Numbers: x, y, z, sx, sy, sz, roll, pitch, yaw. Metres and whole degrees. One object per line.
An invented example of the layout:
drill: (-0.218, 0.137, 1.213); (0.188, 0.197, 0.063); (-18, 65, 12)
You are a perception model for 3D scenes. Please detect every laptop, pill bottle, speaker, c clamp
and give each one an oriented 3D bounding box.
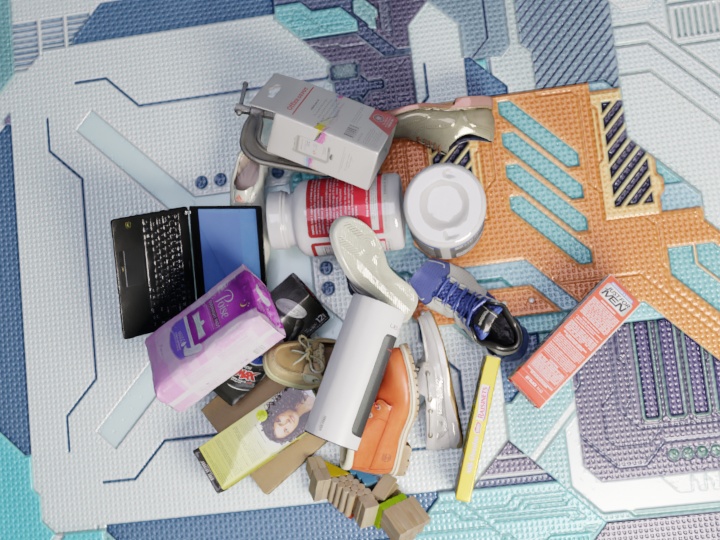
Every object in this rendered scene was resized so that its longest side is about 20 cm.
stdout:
laptop: (-0.247, 0.002, 1.446); (0.102, 0.198, 0.181); (12, 110, 49)
pill bottle: (0.120, -0.077, 1.392); (0.111, 0.200, 0.116); (-1, 84, 6)
pill bottle: (-0.035, -0.080, 1.455); (0.196, 0.112, 0.115); (-4, 83, 6)
speaker: (-0.007, 0.136, 1.349); (0.080, 0.081, 0.203); (19, 82, 8)
c clamp: (-0.101, -0.213, 1.489); (0.196, 0.027, 0.173); (15, 47, -2)

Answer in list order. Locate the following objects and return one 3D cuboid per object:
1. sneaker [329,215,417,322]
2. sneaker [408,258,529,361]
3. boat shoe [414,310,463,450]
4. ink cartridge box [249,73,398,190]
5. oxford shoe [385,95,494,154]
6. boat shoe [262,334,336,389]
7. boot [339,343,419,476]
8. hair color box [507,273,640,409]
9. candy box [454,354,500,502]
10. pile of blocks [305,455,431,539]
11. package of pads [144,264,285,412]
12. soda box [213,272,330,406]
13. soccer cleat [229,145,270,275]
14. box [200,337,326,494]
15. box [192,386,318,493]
sneaker: (0.000, 0.000, 1.415); (0.084, 0.201, 0.075); (12, 55, 48)
sneaker: (0.162, 0.052, 1.416); (0.198, 0.115, 0.081); (38, 88, 9)
boat shoe: (0.099, 0.162, 1.434); (0.068, 0.071, 0.204); (-11, 84, 6)
ink cartridge box: (-0.057, -0.203, 1.423); (0.197, 0.117, 0.068); (22, 128, 5)
oxford shoe: (0.105, -0.210, 1.475); (0.196, 0.071, 0.075); (-9, 85, 6)
boat shoe: (-0.042, 0.127, 1.416); (0.197, 0.063, 0.074); (3, 62, -25)
boot: (0.024, 0.198, 1.397); (0.105, 0.075, 0.204); (4, 107, -13)
hair color box: (0.298, 0.102, 1.397); (0.200, 0.111, 0.064); (-45, 81, 0)
candy box: (0.165, 0.222, 1.404); (0.026, 0.102, 0.204); (12, 86, 8)
pile of blocks: (0.006, 0.336, 1.440); (0.198, 0.082, 0.063); (29, 131, 18)
package of pads: (-0.211, 0.098, 1.403); (0.199, 0.076, 0.121); (-36, 45, 8)
soda box: (-0.144, 0.101, 1.454); (0.200, 0.063, 0.071); (-42, 40, 1)
soccer cleat: (-0.172, -0.091, 1.490); (0.068, 0.078, 0.204); (0, 84, 7)
box: (-0.116, 0.206, 1.478); (0.199, 0.021, 0.164); (-41, 80, 2)
box: (-0.142, 0.238, 1.442); (0.199, 0.050, 0.076); (-36, 80, 3)
